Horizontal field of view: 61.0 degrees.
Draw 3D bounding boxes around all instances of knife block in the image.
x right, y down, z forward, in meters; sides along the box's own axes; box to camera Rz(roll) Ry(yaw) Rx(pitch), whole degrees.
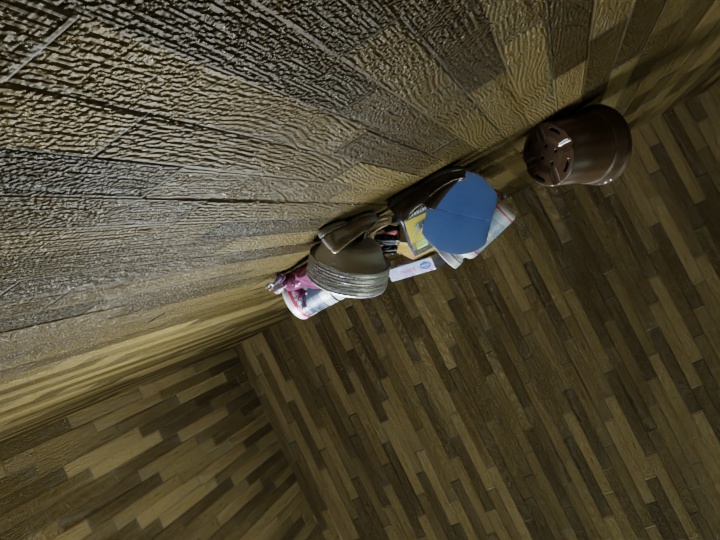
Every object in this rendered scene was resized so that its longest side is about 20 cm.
[{"bbox_3d":[0.140,-0.097,1.748,0.199,0.065,0.175,-19,149,37],"label":"knife block"}]

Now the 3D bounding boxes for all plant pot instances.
[{"bbox_3d":[0.519,-0.296,1.495,0.197,0.202,0.200,-15,170,-33],"label":"plant pot"}]

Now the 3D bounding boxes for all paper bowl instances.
[{"bbox_3d":[-0.025,-0.023,1.454,0.198,0.105,0.201,9,-157,-4],"label":"paper bowl"}]

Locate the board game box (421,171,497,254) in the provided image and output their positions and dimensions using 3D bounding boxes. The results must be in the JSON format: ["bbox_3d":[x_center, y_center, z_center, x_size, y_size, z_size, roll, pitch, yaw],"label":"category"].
[{"bbox_3d":[0.238,-0.141,1.473,0.156,0.202,0.039,13,-163,6],"label":"board game box"}]

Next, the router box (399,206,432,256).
[{"bbox_3d":[0.201,-0.145,1.578,0.198,0.052,0.158,-27,137,-3],"label":"router box"}]

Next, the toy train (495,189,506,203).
[{"bbox_3d":[0.340,-0.184,1.751,0.200,0.151,0.055,-43,-160,-17],"label":"toy train"}]

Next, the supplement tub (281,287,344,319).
[{"bbox_3d":[-0.123,0.044,1.828,0.199,0.141,0.140,-28,176,14],"label":"supplement tub"}]

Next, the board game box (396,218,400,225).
[{"bbox_3d":[0.221,-0.140,1.830,0.198,0.062,0.200,-2,169,-25],"label":"board game box"}]

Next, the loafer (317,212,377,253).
[{"bbox_3d":[-0.020,-0.084,1.400,0.072,0.063,0.199,-31,175,38],"label":"loafer"}]

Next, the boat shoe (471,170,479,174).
[{"bbox_3d":[0.250,-0.190,1.661,0.199,0.092,0.071,-27,176,-2],"label":"boat shoe"}]

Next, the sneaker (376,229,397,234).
[{"bbox_3d":[0.040,-0.067,1.883,0.199,0.087,0.074,-29,177,24],"label":"sneaker"}]

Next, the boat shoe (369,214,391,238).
[{"bbox_3d":[-0.001,-0.080,1.579,0.199,0.065,0.071,-28,176,10],"label":"boat shoe"}]

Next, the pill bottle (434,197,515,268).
[{"bbox_3d":[0.284,-0.103,1.542,0.200,0.109,0.109,-45,172,15],"label":"pill bottle"}]

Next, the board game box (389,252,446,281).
[{"bbox_3d":[0.216,-0.037,1.886,0.199,0.042,0.199,-28,-174,-39],"label":"board game box"}]

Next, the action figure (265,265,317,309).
[{"bbox_3d":[-0.176,0.018,1.712,0.198,0.134,0.150,-15,-134,33],"label":"action figure"}]

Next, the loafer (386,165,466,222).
[{"bbox_3d":[0.161,-0.173,1.407,0.199,0.072,0.073,-28,176,11],"label":"loafer"}]
